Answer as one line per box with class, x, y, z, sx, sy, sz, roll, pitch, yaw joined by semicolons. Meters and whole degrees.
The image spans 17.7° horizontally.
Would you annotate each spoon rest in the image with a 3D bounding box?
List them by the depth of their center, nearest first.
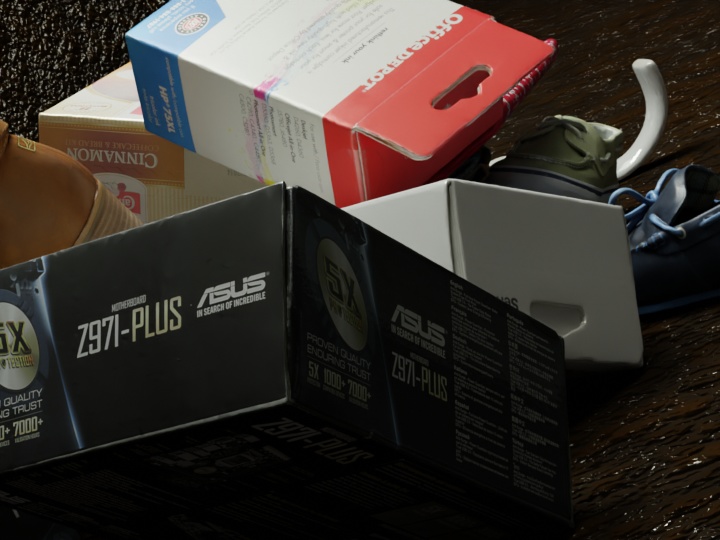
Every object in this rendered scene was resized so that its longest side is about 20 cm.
spoon rest;0.134;-0.068;1.612;0.200;0.061;0.099;-35;9;-1

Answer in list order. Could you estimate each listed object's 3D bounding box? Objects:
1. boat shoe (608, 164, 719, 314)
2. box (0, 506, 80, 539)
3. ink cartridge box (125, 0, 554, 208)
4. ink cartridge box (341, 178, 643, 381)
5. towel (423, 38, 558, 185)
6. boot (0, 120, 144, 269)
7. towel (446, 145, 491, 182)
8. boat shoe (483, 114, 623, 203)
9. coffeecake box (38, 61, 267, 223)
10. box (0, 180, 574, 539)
boat shoe;0.183;-0.027;1.211;0.199;0.069;0.084;-17;11;27
box;-0.229;0.082;1.121;0.160;0.201;0.044;-10;21;46
ink cartridge box;-0.008;-0.095;1.193;0.200;0.067;0.116;25;50;33
ink cartridge box;0.017;0.020;1.136;0.199;0.084;0.145;-13;-13;40
towel;0.045;-0.069;1.334;0.145;0.022;0.200;-41;3;22
boot;-0.211;0.007;1.133;0.200;0.155;0.077;-38;32;26
towel;0.000;0.000;1.353;0.200;0.022;0.147;-45;3;7
boat shoe;0.119;-0.064;1.419;0.072;0.062;0.200;10;5;14
coffeecake box;-0.079;-0.075;1.344;0.153;0.073;0.200;5;18;14
box;-0.035;0.054;0.909;0.163;0.086;0.200;-16;-26;32
